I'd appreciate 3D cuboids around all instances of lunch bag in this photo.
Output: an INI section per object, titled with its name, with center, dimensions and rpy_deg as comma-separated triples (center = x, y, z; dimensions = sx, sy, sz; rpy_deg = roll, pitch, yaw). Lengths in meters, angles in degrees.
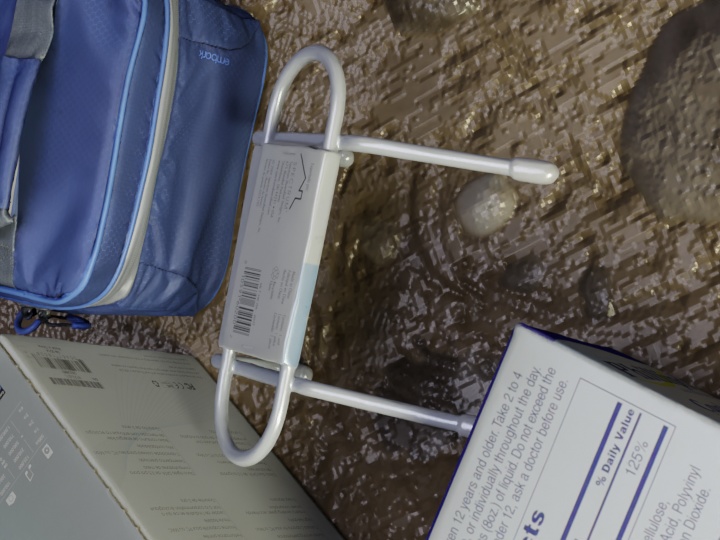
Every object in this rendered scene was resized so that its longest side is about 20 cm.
[lunch bag]
center = -0.148, -0.064, 0.855
dimensions = 0.135, 0.132, 0.202
rpy_deg = 9, 88, 32

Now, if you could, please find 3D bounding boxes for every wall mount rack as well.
[wall mount rack]
center = 0.000, 0.000, 0.768
dimensions = 0.173, 0.074, 0.202
rpy_deg = 10, 90, 55

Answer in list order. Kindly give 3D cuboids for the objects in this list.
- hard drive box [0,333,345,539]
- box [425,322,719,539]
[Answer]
[hard drive box]
center = -0.090, 0.129, 0.781
dimensions = 0.200, 0.155, 0.077
rpy_deg = 47, 108, 28
[box]
center = 0.128, 0.147, 0.673
dimensions = 0.199, 0.105, 0.186
rpy_deg = 27, 98, 31
